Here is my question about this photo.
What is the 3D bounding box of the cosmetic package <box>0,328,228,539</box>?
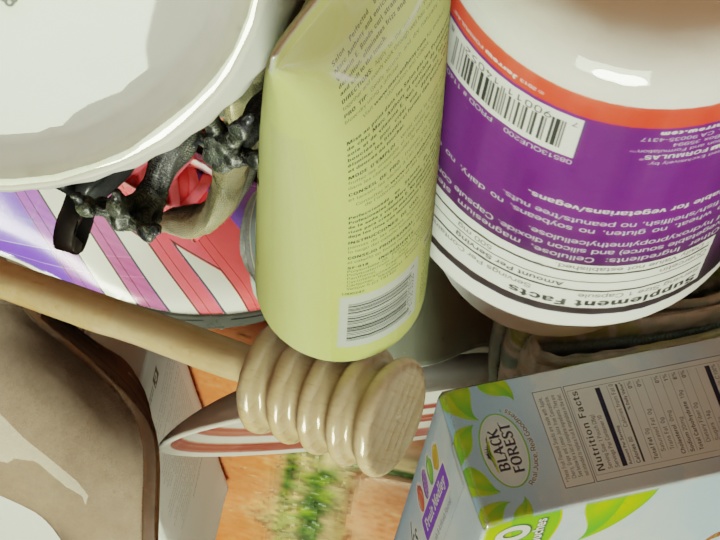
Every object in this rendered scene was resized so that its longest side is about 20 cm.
[{"bbox_3d":[-0.122,0.078,1.195,0.101,0.074,0.200,7,152,10],"label":"cosmetic package"}]

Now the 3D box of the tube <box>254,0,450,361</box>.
[{"bbox_3d":[-0.002,-0.038,0.739,0.052,0.058,0.200,-6,157,-5],"label":"tube"}]

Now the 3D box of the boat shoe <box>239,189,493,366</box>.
[{"bbox_3d":[0.000,-0.001,0.936,0.071,0.070,0.201,0,175,25],"label":"boat shoe"}]

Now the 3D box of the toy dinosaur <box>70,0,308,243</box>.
[{"bbox_3d":[-0.037,-0.049,0.840,0.047,0.088,0.200,35,135,2],"label":"toy dinosaur"}]

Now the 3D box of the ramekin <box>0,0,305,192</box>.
[{"bbox_3d":[-0.093,-0.110,0.695,0.202,0.094,0.203,4,128,5],"label":"ramekin"}]

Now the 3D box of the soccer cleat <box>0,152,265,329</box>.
[{"bbox_3d":[-0.097,-0.034,0.975,0.199,0.068,0.073,16,133,-18],"label":"soccer cleat"}]

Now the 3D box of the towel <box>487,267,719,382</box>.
[{"bbox_3d":[0.128,0.049,0.988,0.171,0.048,0.200,-15,154,-5],"label":"towel"}]

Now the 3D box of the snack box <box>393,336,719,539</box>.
[{"bbox_3d":[0.083,0.093,0.934,0.142,0.053,0.200,-10,151,-13],"label":"snack box"}]

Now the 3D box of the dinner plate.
[{"bbox_3d":[0.022,0.047,1.070,0.199,0.024,0.200,-6,171,-1],"label":"dinner plate"}]

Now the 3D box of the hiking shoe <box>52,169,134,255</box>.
[{"bbox_3d":[-0.099,-0.083,0.818,0.076,0.101,0.200,9,156,27],"label":"hiking shoe"}]

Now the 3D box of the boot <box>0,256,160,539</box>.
[{"bbox_3d":[-0.148,0.049,1.038,0.146,0.201,0.070,-2,-176,-11],"label":"boot"}]

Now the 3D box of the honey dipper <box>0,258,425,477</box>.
[{"bbox_3d":[-0.074,0.014,0.867,0.199,0.038,0.038,20,159,24],"label":"honey dipper"}]

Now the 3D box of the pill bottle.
[{"bbox_3d":[0.068,-0.057,0.800,0.112,0.113,0.200,11,155,0],"label":"pill bottle"}]
